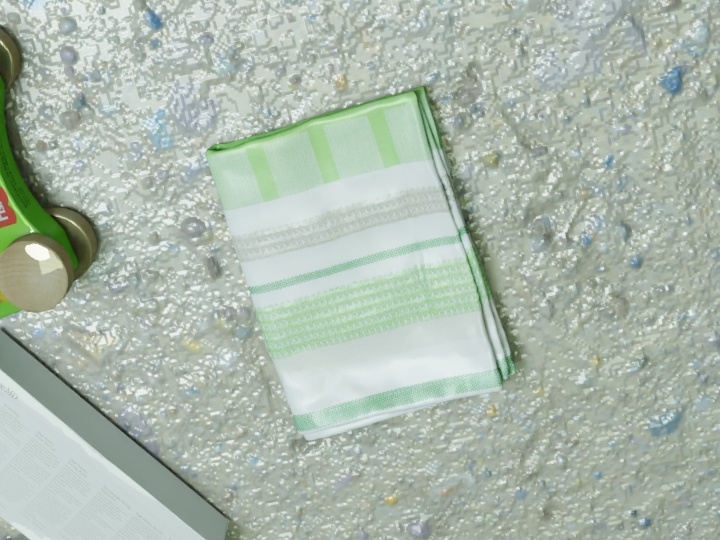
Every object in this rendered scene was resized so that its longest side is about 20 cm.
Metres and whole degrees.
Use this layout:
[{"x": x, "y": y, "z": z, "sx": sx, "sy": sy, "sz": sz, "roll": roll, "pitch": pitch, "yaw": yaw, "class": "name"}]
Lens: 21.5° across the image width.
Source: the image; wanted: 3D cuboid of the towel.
[{"x": 0.000, "y": 0.000, "z": 1.176, "sx": 0.148, "sy": 0.031, "sz": 0.201, "roll": -16, "pitch": 108, "yaw": 8, "class": "towel"}]

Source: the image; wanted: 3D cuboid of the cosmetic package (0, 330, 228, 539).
[{"x": -0.186, "y": 0.135, "z": 1.225, "sx": 0.200, "sy": 0.051, "sz": 0.083, "roll": 42, "pitch": 109, "yaw": -11, "class": "cosmetic package"}]

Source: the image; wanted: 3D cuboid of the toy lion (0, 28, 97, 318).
[{"x": -0.284, "y": -0.056, "z": 1.163, "sx": 0.190, "sy": 0.069, "sz": 0.201, "roll": -16, "pitch": 108, "yaw": 16, "class": "toy lion"}]
